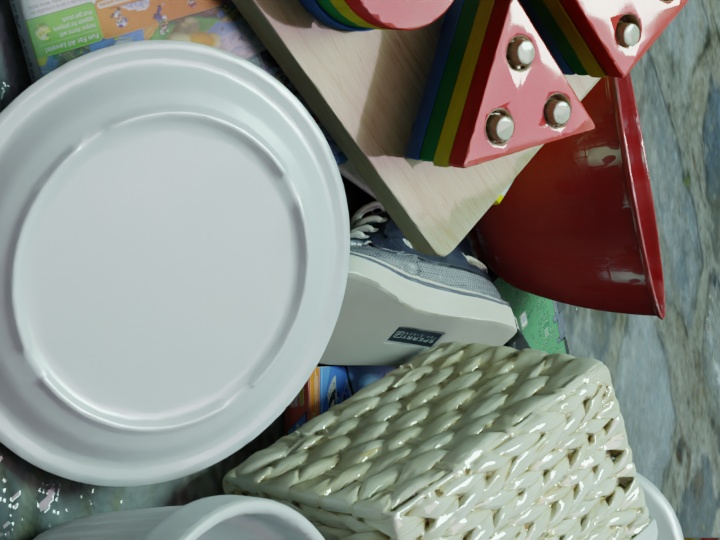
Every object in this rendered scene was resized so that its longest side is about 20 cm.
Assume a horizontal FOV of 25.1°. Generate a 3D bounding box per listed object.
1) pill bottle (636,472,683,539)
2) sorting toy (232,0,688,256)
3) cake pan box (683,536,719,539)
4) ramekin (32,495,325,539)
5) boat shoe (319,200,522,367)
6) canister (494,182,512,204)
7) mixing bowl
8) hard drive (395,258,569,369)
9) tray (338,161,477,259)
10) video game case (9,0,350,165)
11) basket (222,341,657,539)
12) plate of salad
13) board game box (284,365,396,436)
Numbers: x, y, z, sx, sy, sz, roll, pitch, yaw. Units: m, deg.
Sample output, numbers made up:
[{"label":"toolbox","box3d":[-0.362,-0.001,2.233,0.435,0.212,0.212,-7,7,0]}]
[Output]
[{"label":"pill bottle","box3d":[0.141,0.178,1.040,0.200,0.111,0.111,66,26,-82]},{"label":"sorting toy","box3d":[0.059,-0.141,0.775,0.199,0.070,0.200,-49,121,-19]},{"label":"cake pan box","box3d":[0.196,0.276,1.108,0.052,0.184,0.200,55,44,-37]},{"label":"ramekin","box3d":[-0.091,0.196,0.694,0.200,0.105,0.200,7,82,-60]},{"label":"boat shoe","box3d":[0.000,0.000,0.916,0.200,0.075,0.093,18,39,-44]},{"label":"canister","box3d":[0.067,-0.154,0.885,0.148,0.087,0.200,32,88,-30]},{"label":"mixing bowl","box3d":[0.121,-0.061,1.006,0.200,0.108,0.200,-9,90,-78]},{"label":"hard drive","box3d":[0.083,0.069,1.071,0.200,0.038,0.140,-40,123,-53]},{"label":"tray","box3d":[0.027,-0.080,0.998,0.200,0.022,0.108,33,59,-55]},{"label":"video game case","box3d":[-0.088,-0.125,0.736,0.143,0.018,0.200,-21,109,-26]},{"label":"basket","box3d":[0.042,0.129,0.833,0.200,0.135,0.124,-29,115,-42]},{"label":"plate of salad","box3d":[-0.094,-0.003,0.717,0.200,0.048,0.200,-8,106,-30]},{"label":"board game box","box3d":[-0.009,0.154,0.923,0.103,0.019,0.200,4,85,-62]}]
